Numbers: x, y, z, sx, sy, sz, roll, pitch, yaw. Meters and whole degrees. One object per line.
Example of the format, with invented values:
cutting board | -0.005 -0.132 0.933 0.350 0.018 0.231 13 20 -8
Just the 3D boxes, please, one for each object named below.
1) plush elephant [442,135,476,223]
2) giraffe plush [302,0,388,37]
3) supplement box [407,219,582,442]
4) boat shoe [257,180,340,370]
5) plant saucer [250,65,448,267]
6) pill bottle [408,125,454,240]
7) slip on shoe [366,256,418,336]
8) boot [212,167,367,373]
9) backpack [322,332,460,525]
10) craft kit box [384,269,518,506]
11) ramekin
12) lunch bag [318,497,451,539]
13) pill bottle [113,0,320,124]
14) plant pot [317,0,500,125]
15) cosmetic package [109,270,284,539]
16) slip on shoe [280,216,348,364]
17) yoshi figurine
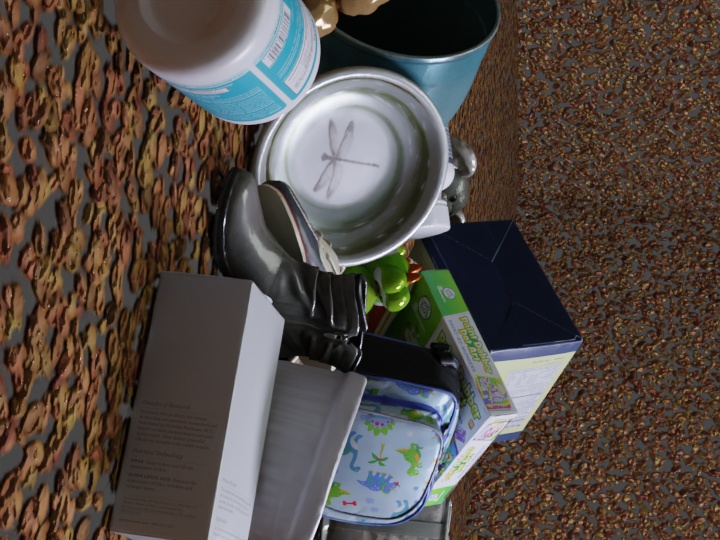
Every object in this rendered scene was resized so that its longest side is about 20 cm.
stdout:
plush elephant | 0.067 -0.088 1.635 0.165 0.154 0.201 84 17 -44
giraffe plush | -0.043 -0.290 1.103 0.201 0.172 0.162 61 -1 4
supplement box | 0.136 0.079 1.585 0.201 0.133 0.200 65 -35 35
boat shoe | -0.049 0.001 1.209 0.062 0.071 0.201 -38 119 -36
plant saucer | -0.014 -0.103 1.238 0.050 0.199 0.201 -129 -147 -57
pill bottle | 0.046 -0.140 1.493 0.120 0.119 0.202 24 57 -78
slip on shoe | -0.004 0.064 1.509 0.201 0.061 0.074 -60 -170 13
boot | -0.055 0.001 1.135 0.068 0.130 0.201 -69 160 -52
backpack | 0.007 0.183 1.395 0.147 0.182 0.201 -79 180 -58
craft kit box | 0.083 0.138 1.498 0.198 0.048 0.201 -56 -134 41
ramekin | -0.070 0.171 1.122 0.202 0.094 0.204 20 90 -89
lunch bag | 0.025 0.375 1.612 0.118 0.163 0.202 62 34 -79
pill bottle | -0.092 -0.169 0.929 0.200 0.110 0.112 31 65 -78
plant pot | 0.024 -0.208 1.330 0.189 0.199 0.201 105 1 -46
cosmetic package | -0.121 0.112 0.993 0.113 0.081 0.201 65 31 -69
slip on shoe | -0.059 0.003 1.284 0.061 0.076 0.202 8 94 -73
yoshi figurine | -0.014 -0.002 1.383 0.112 0.112 0.200 -51 -156 2
